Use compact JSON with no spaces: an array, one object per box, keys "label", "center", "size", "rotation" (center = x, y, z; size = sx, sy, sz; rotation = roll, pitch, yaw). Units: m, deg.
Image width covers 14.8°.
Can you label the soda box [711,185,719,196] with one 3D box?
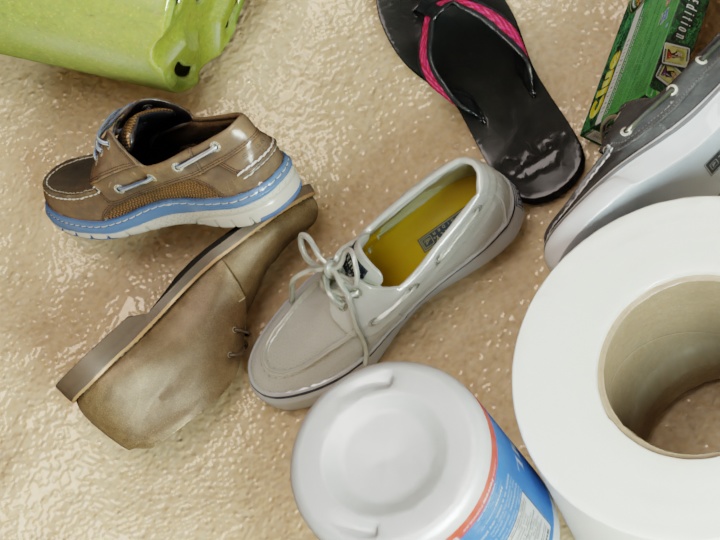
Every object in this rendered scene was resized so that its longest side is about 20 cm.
[{"label":"soda box","center":[0.230,-0.086,1.624],"size":[0.063,0.071,0.200],"rotation":[34,82,29]}]

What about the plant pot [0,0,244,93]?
[{"label":"plant pot","center":[-0.175,-0.203,1.779],"size":[0.184,0.200,0.201],"rotation":[22,75,16]}]

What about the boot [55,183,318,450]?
[{"label":"boot","center":[-0.090,0.029,1.709],"size":[0.200,0.074,0.075],"rotation":[-44,89,-9]}]

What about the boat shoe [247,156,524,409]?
[{"label":"boat shoe","center":[0.003,0.003,1.655],"size":[0.202,0.086,0.075],"rotation":[-37,60,9]}]

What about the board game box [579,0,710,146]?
[{"label":"board game box","center":[0.191,-0.176,1.670],"size":[0.023,0.105,0.200],"rotation":[25,74,-14]}]

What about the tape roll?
[{"label":"tape roll","center":[0.193,0.078,1.516],"size":[0.202,0.139,0.203],"rotation":[-6,64,12]}]

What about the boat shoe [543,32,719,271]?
[{"label":"boat shoe","center":[0.171,-0.075,1.563],"size":[0.200,0.070,0.066],"rotation":[-44,52,-2]}]

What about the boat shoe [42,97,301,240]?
[{"label":"boat shoe","center":[-0.127,-0.070,1.724],"size":[0.200,0.072,0.072],"rotation":[-5,34,37]}]

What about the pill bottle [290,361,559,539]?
[{"label":"pill bottle","center":[0.045,0.134,1.517],"size":[0.112,0.200,0.112],"rotation":[-8,64,17]}]

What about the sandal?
[{"label":"sandal","center":[0.073,-0.127,1.718],"size":[0.075,0.045,0.200],"rotation":[-36,59,4]}]
